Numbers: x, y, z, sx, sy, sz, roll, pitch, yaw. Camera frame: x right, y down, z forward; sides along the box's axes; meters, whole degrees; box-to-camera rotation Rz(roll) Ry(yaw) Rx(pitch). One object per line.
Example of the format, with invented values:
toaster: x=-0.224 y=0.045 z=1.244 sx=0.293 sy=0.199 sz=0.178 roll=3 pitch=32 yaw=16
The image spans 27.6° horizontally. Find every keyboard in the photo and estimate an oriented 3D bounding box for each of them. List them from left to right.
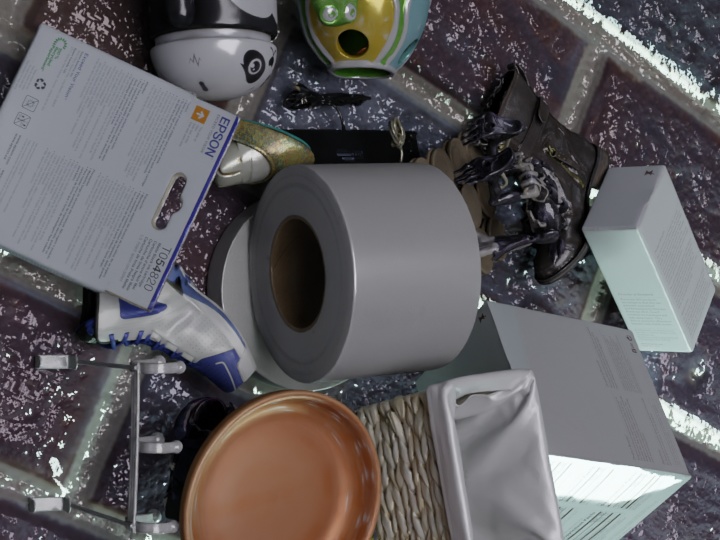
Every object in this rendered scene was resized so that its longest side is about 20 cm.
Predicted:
keyboard: x=-0.018 y=-0.128 z=1.491 sx=0.200 sy=0.021 sz=0.127 roll=-3 pitch=81 yaw=-41

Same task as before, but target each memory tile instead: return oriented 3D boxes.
memory tile: x=0.102 y=-0.059 z=1.525 sx=0.200 sy=0.017 sz=0.154 roll=-35 pitch=111 yaw=-61

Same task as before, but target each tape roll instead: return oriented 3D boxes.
tape roll: x=-0.057 y=0.021 z=1.473 sx=0.202 sy=0.037 sz=0.203 roll=0 pitch=89 yaw=-32
tape roll: x=0.000 y=0.000 z=1.370 sx=0.139 sy=0.203 sz=0.203 roll=-3 pitch=92 yaw=-32

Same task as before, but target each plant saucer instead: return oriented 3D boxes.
plant saucer: x=-0.072 y=0.200 z=1.275 sx=0.200 sy=0.037 sz=0.201 roll=-6 pitch=100 yaw=-33

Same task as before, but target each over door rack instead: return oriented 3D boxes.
over door rack: x=-0.216 y=0.147 z=1.289 sx=0.066 sy=0.200 sz=0.148 roll=4 pitch=86 yaw=-41

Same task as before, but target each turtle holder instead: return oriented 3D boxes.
turtle holder: x=0.006 y=-0.260 z=1.428 sx=0.141 sy=0.185 sz=0.132 roll=2 pitch=89 yaw=-14

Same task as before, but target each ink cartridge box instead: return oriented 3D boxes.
ink cartridge box: x=-0.236 y=-0.089 z=1.310 sx=0.200 sy=0.041 sz=0.200 roll=25 pitch=84 yaw=-3

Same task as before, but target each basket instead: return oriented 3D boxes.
basket: x=0.091 y=0.200 z=1.347 sx=0.135 sy=0.123 sz=0.201 roll=-4 pitch=83 yaw=-46

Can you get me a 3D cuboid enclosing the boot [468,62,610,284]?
boot: x=0.182 y=-0.104 z=1.599 sx=0.174 sy=0.069 sz=0.200 roll=34 pitch=63 yaw=-30

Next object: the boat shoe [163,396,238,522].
boat shoe: x=-0.124 y=0.151 z=1.347 sx=0.074 sy=0.200 sz=0.093 roll=9 pitch=109 yaw=6

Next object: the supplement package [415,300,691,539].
supplement package: x=0.195 y=0.162 z=1.515 sx=0.200 sy=0.147 sz=0.192 roll=12 pitch=44 yaw=-30

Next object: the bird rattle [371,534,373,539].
bird rattle: x=-0.011 y=0.221 z=1.430 sx=0.200 sy=0.163 sz=0.113 roll=7 pitch=93 yaw=-53

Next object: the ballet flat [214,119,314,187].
ballet flat: x=-0.144 y=-0.115 z=1.375 sx=0.200 sy=0.071 sz=0.071 roll=20 pitch=79 yaw=-8

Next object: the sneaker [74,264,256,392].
sneaker: x=-0.201 y=0.049 z=1.370 sx=0.115 sy=0.081 sz=0.200 roll=-43 pitch=104 yaw=-20

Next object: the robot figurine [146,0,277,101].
robot figurine: x=-0.137 y=-0.260 z=1.373 sx=0.150 sy=0.125 sz=0.201 roll=-1 pitch=88 yaw=-32

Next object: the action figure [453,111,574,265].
action figure: x=0.152 y=-0.076 z=1.500 sx=0.200 sy=0.102 sz=0.119 roll=50 pitch=36 yaw=-51

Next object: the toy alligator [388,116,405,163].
toy alligator: x=0.043 y=-0.056 z=1.488 sx=0.059 sy=0.054 sz=0.200 roll=-46 pitch=121 yaw=-59

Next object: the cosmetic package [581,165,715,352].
cosmetic package: x=0.325 y=-0.011 z=1.641 sx=0.200 sy=0.071 sz=0.102 roll=60 pitch=45 yaw=-35
